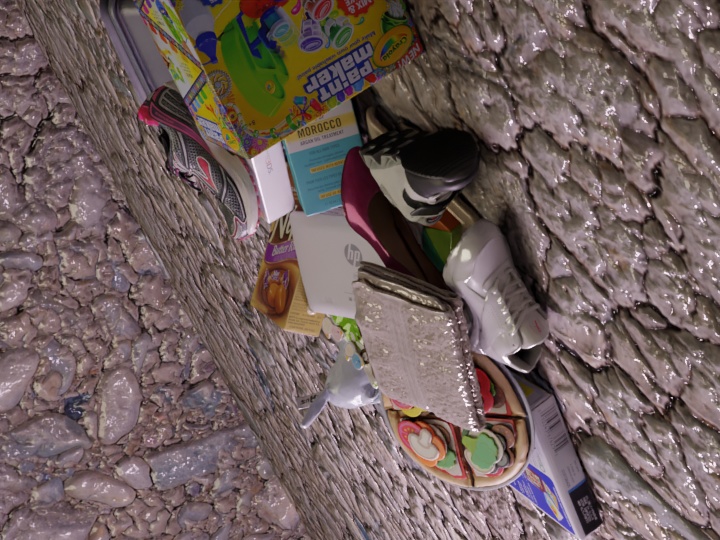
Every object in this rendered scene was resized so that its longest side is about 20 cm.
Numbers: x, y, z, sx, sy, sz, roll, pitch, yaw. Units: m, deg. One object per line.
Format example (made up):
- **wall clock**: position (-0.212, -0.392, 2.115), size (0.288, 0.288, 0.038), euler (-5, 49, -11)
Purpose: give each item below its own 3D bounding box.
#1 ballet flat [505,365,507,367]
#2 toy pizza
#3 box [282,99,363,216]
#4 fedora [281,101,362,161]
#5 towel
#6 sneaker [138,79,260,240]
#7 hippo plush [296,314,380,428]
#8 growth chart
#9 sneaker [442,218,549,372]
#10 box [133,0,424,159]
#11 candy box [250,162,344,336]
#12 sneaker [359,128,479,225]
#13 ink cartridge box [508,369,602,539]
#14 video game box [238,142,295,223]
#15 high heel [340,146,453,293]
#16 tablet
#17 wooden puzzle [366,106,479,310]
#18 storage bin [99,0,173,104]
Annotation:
- **ballet flat**: position (0.093, 0.063, 1.502), size (0.200, 0.068, 0.068), euler (40, 160, 49)
- **toy pizza**: position (0.100, 0.161, 1.442), size (0.200, 0.032, 0.201), euler (17, 123, 29)
- **box**: position (-0.048, -0.165, 1.387), size (0.049, 0.082, 0.200), euler (-116, 9, -62)
- **fedora**: position (-0.080, -0.189, 1.488), size (0.201, 0.091, 0.201), euler (52, 164, 21)
- **towel**: position (0.060, 0.083, 1.348), size (0.132, 0.034, 0.200), euler (20, 142, 35)
- **sneaker**: position (-0.176, -0.118, 1.439), size (0.081, 0.075, 0.200), euler (27, 148, 61)
- **hippo plush**: position (0.003, 0.083, 1.666), size (0.159, 0.199, 0.161), euler (-115, 15, -74)
- **growth chart**: position (0.020, 0.068, 1.513), size (0.200, 0.018, 0.145), euler (45, 130, 25)
- **sneaker**: position (0.146, 0.028, 1.285), size (0.099, 0.078, 0.200), euler (34, 160, 34)
- **box**: position (-0.081, -0.240, 1.184), size (0.122, 0.200, 0.193), euler (29, 149, 59)
- **candy box**: position (-0.071, -0.031, 1.629), size (0.117, 0.056, 0.201), euler (30, 105, 60)
- **sneaker**: position (0.070, -0.085, 1.259), size (0.089, 0.074, 0.200), euler (66, 167, -17)
- **ink cartridge box**: position (0.186, 0.195, 1.531), size (0.200, 0.047, 0.198), euler (34, 154, 58)
- **video game box**: position (-0.151, -0.175, 1.477), size (0.182, 0.047, 0.200), euler (46, 161, 30)
- **high heel**: position (0.046, -0.038, 1.353), size (0.096, 0.067, 0.200), euler (-7, 108, 45)
- **tablet**: position (0.000, 0.000, 1.475), size (0.200, 0.014, 0.130), euler (8, 118, 43)
- **wooden puzzle**: position (0.062, -0.059, 1.416), size (0.200, 0.037, 0.185), euler (51, 164, 24)
- **storage bin**: position (-0.210, -0.295, 1.650), size (0.134, 0.146, 0.200), euler (11, 139, 31)
